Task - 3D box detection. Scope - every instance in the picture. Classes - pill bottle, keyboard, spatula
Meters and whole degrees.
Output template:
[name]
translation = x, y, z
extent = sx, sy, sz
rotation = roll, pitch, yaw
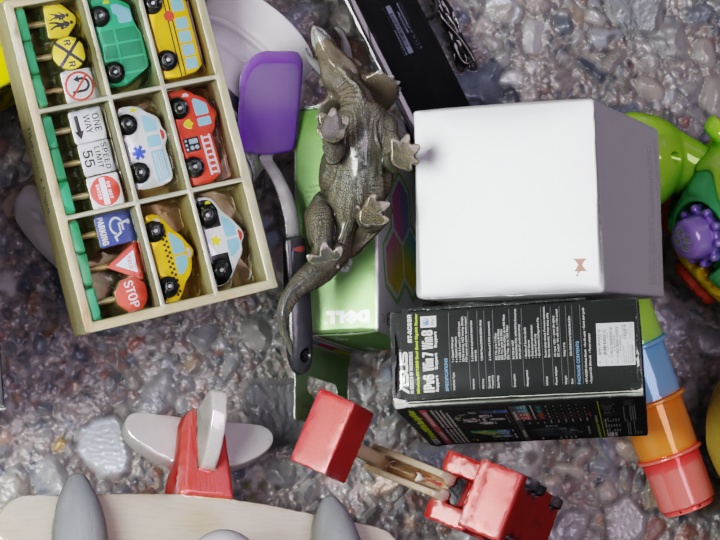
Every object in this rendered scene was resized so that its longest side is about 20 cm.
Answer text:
[pill bottle]
translation = -0.119, -0.081, 1.331
extent = 0.111, 0.111, 0.200
rotation = 41, 70, -10
[keyboard]
translation = 0.032, -0.164, 1.422
extent = 0.127, 0.021, 0.201
rotation = -28, 93, -55
[spatula]
translation = -0.048, -0.035, 1.300
extent = 0.056, 0.020, 0.201
rotation = -5, 86, -49

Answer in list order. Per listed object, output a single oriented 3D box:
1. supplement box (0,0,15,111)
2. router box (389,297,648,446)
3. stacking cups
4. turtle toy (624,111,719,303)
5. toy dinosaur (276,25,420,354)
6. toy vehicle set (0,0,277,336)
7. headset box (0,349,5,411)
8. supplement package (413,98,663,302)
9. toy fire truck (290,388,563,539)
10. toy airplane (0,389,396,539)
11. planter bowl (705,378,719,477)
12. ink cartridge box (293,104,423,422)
[supplement box]
translation = -0.221, -0.166, 1.308
extent = 0.199, 0.109, 0.110
rotation = -29, 92, -21
[router box]
translation = 0.104, 0.066, 1.318
extent = 0.149, 0.200, 0.062
rotation = -4, 78, 7
[stacking cups]
translation = 0.197, 0.069, 1.451
extent = 0.060, 0.060, 0.201
rotation = -23, 91, -22
[turtle toy]
translation = 0.251, -0.039, 1.457
extent = 0.101, 0.146, 0.200
rotation = -42, 97, 10
[toy dinosaur]
translation = -0.005, -0.048, 1.273
extent = 0.077, 0.102, 0.201
rotation = 5, 94, 0
[toy vehicle set]
translation = -0.134, -0.072, 1.248
extent = 0.124, 0.026, 0.201
rotation = -15, 90, -24
[headset box]
translation = -0.269, 0.007, 1.215
extent = 0.092, 0.200, 0.175
rotation = -2, 83, -21
[supplement package]
translation = 0.117, -0.039, 1.327
extent = 0.116, 0.200, 0.118
rotation = -2, 88, 18
[toy fire truck]
translation = 0.046, 0.135, 1.340
extent = 0.140, 0.200, 0.049
rotation = 20, 83, 18
[toy airplane]
translation = -0.093, 0.170, 1.285
extent = 0.200, 0.141, 0.199
rotation = -40, 95, -21
[planter bowl]
translation = 0.297, 0.100, 1.448
extent = 0.200, 0.083, 0.201
rotation = -31, 137, -34
[ink cartridge box]
translation = 0.000, 0.000, 1.360
extent = 0.059, 0.104, 0.201
rotation = -3, 81, 17
